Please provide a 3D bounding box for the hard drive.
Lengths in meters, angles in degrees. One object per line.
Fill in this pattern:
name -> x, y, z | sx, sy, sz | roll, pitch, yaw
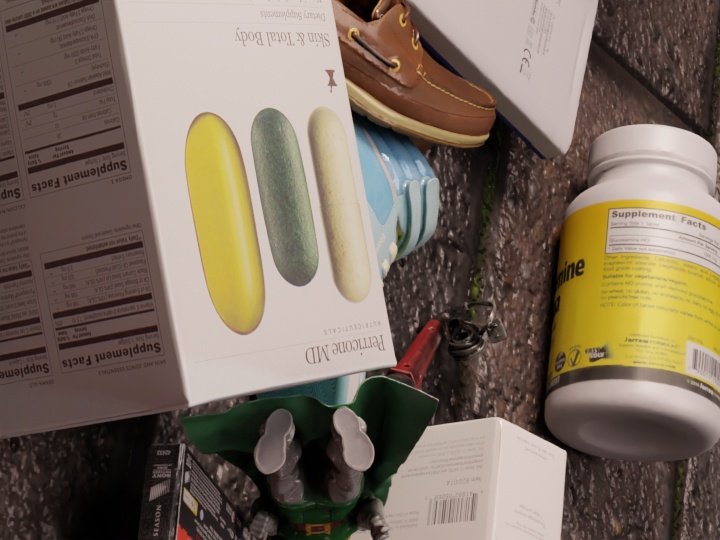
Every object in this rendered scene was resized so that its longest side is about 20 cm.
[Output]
hard drive -> 0.075, -0.176, 1.263 | 0.200, 0.025, 0.132 | 40, 52, -39

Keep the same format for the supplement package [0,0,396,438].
supplement package -> -0.100, -0.035, 0.958 | 0.152, 0.151, 0.200 | -8, 87, -52

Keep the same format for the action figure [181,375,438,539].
action figure -> -0.022, 0.110, 1.029 | 0.200, 0.118, 0.055 | 88, 2, -69

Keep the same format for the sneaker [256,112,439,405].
sneaker -> 0.000, 0.000, 1.133 | 0.130, 0.079, 0.200 | 3, 79, -49

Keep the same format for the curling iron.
curling iron -> 0.031, 0.061, 1.157 | 0.200, 0.050, 0.026 | -41, 113, -58

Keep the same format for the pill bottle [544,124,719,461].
pill bottle -> 0.181, 0.013, 1.326 | 0.112, 0.112, 0.200 | 31, 57, -43

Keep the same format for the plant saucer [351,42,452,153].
plant saucer -> 0.017, -0.167, 1.235 | 0.200, 0.032, 0.201 | 15, 71, -48

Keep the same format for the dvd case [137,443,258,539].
dvd case -> -0.082, 0.199, 0.967 | 0.146, 0.022, 0.200 | 64, 26, -63

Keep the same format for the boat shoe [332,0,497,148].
boat shoe -> 0.003, -0.124, 1.127 | 0.200, 0.072, 0.068 | 22, 105, -34

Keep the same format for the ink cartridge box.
ink cartridge box -> 0.040, 0.188, 1.101 | 0.067, 0.117, 0.200 | 31, 58, -43
